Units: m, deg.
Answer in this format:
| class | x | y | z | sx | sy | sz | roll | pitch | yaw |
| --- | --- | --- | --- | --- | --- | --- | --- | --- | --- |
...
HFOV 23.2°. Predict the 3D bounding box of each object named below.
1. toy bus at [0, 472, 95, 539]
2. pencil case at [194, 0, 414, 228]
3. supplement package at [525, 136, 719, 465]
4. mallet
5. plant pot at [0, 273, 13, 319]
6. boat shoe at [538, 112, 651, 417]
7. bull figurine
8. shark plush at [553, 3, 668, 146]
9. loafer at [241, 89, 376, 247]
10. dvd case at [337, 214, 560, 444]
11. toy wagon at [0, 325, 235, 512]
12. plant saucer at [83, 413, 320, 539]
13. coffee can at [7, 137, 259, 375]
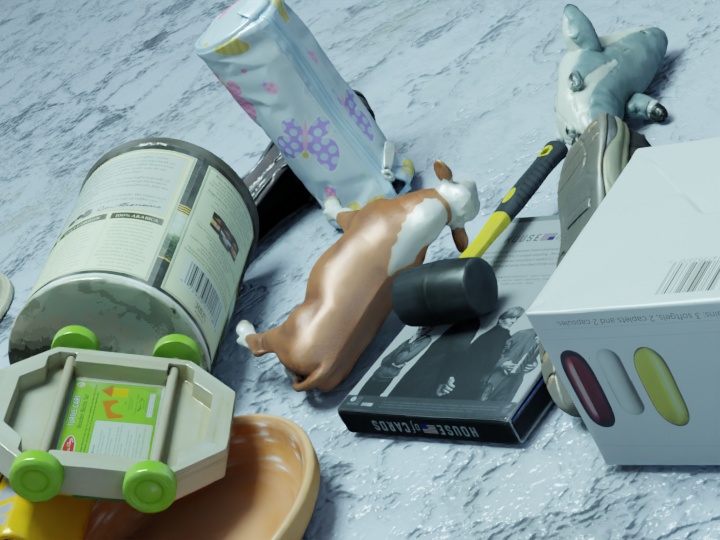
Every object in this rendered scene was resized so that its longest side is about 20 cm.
| class | x | y | z | sx | sy | sz | roll | pitch | yaw |
| --- | --- | --- | --- | --- | --- | --- | --- | --- | --- |
| toy bus | -0.218 | 0.161 | 1.106 | 0.078 | 0.065 | 0.200 | -24 | 25 | 16 |
| pencil case | -0.041 | -0.125 | 1.362 | 0.083 | 0.200 | 0.091 | -42 | 19 | -8 |
| supplement package | 0.219 | 0.012 | 0.922 | 0.199 | 0.111 | 0.156 | -6 | 34 | 43 |
| mallet | 0.098 | -0.031 | 1.172 | 0.066 | 0.041 | 0.200 | -5 | 32 | 47 |
| plant pot | -0.452 | -0.001 | 1.605 | 0.200 | 0.184 | 0.201 | -25 | 26 | 13 |
| boat shoe | 0.157 | -0.003 | 1.046 | 0.075 | 0.073 | 0.201 | 131 | 154 | -58 |
| bull figurine | 0.000 | 0.000 | 1.223 | 0.200 | 0.065 | 0.121 | -51 | 25 | -20 |
| shark plush | 0.184 | -0.127 | 1.272 | 0.083 | 0.091 | 0.200 | 5 | 27 | 4 |
| loafer | -0.060 | -0.066 | 1.442 | 0.200 | 0.072 | 0.063 | -39 | 45 | -3 |
| dvd case | 0.093 | 0.032 | 1.126 | 0.150 | 0.025 | 0.200 | -2 | 38 | 47 |
| toy wagon | -0.181 | 0.091 | 1.108 | 0.199 | 0.040 | 0.155 | 5 | 30 | -1 |
| plant saucer | -0.109 | 0.169 | 1.088 | 0.199 | 0.038 | 0.201 | -25 | 27 | 13 |
| coffee can | -0.164 | 0.013 | 1.302 | 0.146 | 0.147 | 0.200 | -21 | 27 | 21 |
